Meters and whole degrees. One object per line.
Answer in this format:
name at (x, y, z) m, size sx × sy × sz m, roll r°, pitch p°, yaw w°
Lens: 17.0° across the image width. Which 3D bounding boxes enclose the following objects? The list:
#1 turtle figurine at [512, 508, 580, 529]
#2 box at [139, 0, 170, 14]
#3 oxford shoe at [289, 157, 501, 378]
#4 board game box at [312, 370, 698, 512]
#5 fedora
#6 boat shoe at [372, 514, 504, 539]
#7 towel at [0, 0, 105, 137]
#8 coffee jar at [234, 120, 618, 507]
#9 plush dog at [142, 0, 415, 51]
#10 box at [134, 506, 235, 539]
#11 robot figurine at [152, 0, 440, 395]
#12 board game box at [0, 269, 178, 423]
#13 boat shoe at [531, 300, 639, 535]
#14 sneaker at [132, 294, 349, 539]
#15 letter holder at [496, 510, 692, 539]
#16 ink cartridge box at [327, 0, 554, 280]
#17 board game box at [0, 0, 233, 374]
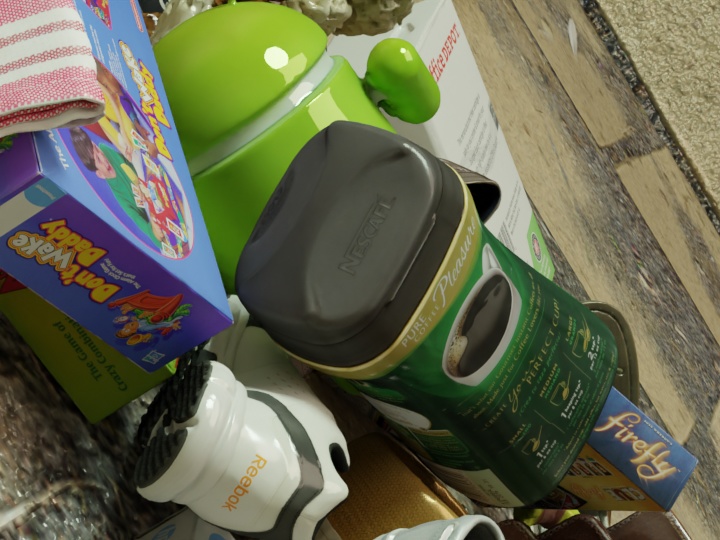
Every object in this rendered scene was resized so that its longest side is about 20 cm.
turtle figurine at (0.153, 0.180, 1.386) m, size 0.161 × 0.200 × 0.065 m, roll 32°, pitch 46°, yaw -10°
box at (-0.068, -0.132, 1.482) m, size 0.162 × 0.049 × 0.200 m, roll 67°, pitch 16°, yaw 15°
oxford shoe at (0.000, 0.000, 1.251) m, size 0.200 × 0.073 × 0.071 m, roll -48°, pitch 130°, yaw -37°
board game box at (0.072, 0.076, 1.280) m, size 0.135 × 0.035 × 0.200 m, roll 40°, pitch -20°, yaw -18°
fedora at (0.019, 0.139, 1.099) m, size 0.201 × 0.082 × 0.201 m, roll 52°, pitch 0°, yaw 0°
boat shoe at (0.026, 0.178, 0.939) m, size 0.072 × 0.068 × 0.200 m, roll 47°, pitch 33°, yaw -23°
towel at (-0.188, -0.122, 0.925) m, size 0.030 × 0.146 × 0.200 m, roll 102°, pitch -26°, yaw -48°
coffee jar at (0.030, 0.021, 1.057) m, size 0.085 × 0.105 × 0.200 m, roll 19°, pitch -16°, yaw 39°
plush dog at (-0.068, -0.109, 1.275) m, size 0.160 × 0.201 × 0.172 m, roll 18°, pitch 11°, yaw 6°
box at (-0.042, 0.203, 0.942) m, size 0.156 × 0.041 × 0.200 m, roll 54°, pitch 15°, yaw -18°
robot figurine at (-0.035, -0.041, 1.149) m, size 0.200 × 0.175 × 0.116 m, roll 54°, pitch 5°, yaw -14°
board game box at (-0.151, -0.041, 1.047) m, size 0.200 × 0.048 × 0.102 m, roll 54°, pitch 15°, yaw -18°
boat shoe at (0.123, 0.115, 1.465) m, size 0.068 × 0.072 × 0.201 m, roll -137°, pitch -125°, yaw -82°
sneaker at (-0.048, 0.070, 1.018) m, size 0.080 × 0.074 × 0.200 m, roll 31°, pitch 12°, yaw -9°
letter holder at (0.131, 0.225, 1.255) m, size 0.101 × 0.142 × 0.201 m, roll 33°, pitch 30°, yaw -58°
ink cartridge box at (0.042, -0.048, 1.473) m, size 0.146 × 0.084 × 0.201 m, roll -65°, pitch 135°, yaw -64°
board game box at (-0.128, -0.071, 0.999) m, size 0.134 × 0.045 × 0.200 m, roll 41°, pitch 23°, yaw -48°
